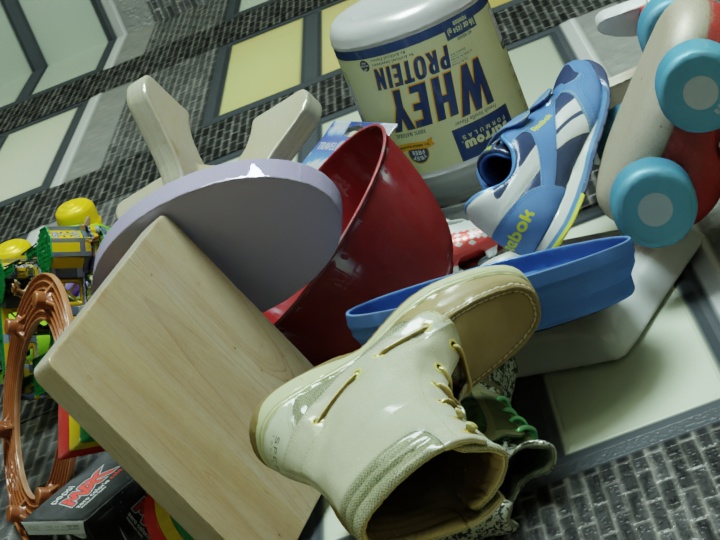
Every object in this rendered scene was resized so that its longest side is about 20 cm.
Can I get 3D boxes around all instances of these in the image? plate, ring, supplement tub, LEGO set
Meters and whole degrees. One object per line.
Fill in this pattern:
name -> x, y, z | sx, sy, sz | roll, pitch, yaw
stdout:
plate -> 0.135, 0.021, 1.516 | 0.200, 0.032, 0.200 | -12, 21, 33
ring -> -0.241, 0.101, 1.495 | 0.019, 0.201, 0.200 | 4, 7, -24
supplement tub -> 0.070, -0.153, 1.822 | 0.145, 0.200, 0.145 | -21, 17, 7
LEGO set -> -0.208, 0.039, 1.600 | 0.116, 0.154, 0.200 | -2, -17, -26

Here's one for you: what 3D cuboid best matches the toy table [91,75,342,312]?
toy table -> -0.102, -0.047, 1.470 | 0.200, 0.184, 0.117 | -19, 42, 17

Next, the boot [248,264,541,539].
boot -> 0.050, 0.080, 1.187 | 0.200, 0.072, 0.155 | -31, 29, -16

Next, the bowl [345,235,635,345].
bowl -> 0.090, 0.021, 1.376 | 0.200, 0.039, 0.201 | -16, 3, 1

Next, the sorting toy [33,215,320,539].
sorting toy -> -0.117, 0.096, 1.349 | 0.070, 0.200, 0.199 | -37, 12, 31

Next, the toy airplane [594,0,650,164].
toy airplane -> 0.264, -0.149, 1.654 | 0.199, 0.141, 0.200 | -1, -23, -30

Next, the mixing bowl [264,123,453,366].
mixing bowl -> 0.000, 0.000, 1.558 | 0.200, 0.108, 0.200 | -50, 17, 22

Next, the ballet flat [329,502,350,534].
ballet flat -> 0.016, 0.131, 1.320 | 0.063, 0.069, 0.200 | -45, 3, 29

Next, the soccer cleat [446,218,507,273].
soccer cleat -> 0.033, -0.023, 1.662 | 0.200, 0.085, 0.069 | -19, -7, 20

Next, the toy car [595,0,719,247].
toy car -> 0.289, -0.093, 1.494 | 0.200, 0.177, 0.184 | 18, 20, -4

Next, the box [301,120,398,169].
box -> -0.042, -0.041, 1.779 | 0.200, 0.048, 0.122 | -52, 26, -15

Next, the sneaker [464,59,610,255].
sneaker -> 0.136, -0.095, 1.552 | 0.082, 0.074, 0.200 | 21, 50, 0

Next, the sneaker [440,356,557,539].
sneaker -> 0.084, 0.114, 1.265 | 0.088, 0.077, 0.200 | -4, 30, 21

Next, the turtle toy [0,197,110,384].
turtle toy -> -0.252, 0.035, 1.777 | 0.101, 0.146, 0.200 | 8, 35, 44

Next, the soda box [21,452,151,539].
soda box -> -0.141, 0.148, 1.433 | 0.071, 0.063, 0.200 | -7, 24, 40
